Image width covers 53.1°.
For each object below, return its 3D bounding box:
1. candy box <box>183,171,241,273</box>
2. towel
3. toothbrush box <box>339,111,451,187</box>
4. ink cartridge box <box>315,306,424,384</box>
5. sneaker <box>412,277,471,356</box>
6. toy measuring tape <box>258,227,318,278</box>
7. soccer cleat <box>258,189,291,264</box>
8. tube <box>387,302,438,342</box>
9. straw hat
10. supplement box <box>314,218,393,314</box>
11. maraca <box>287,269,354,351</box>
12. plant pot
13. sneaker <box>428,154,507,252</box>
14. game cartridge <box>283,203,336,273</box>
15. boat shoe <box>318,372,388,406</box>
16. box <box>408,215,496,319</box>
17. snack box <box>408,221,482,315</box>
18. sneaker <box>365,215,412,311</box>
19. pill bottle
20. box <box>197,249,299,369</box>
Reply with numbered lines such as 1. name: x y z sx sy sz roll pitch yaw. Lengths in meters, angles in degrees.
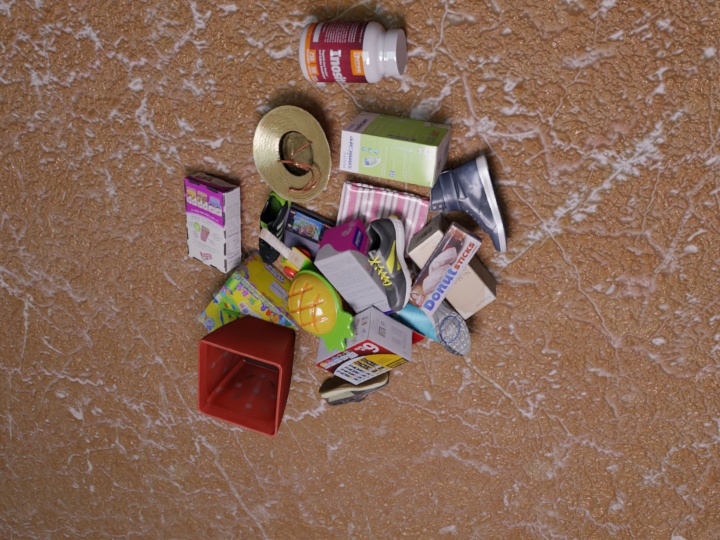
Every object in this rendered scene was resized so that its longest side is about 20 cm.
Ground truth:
1. candy box: -0.347 -0.113 1.701 0.134 0.061 0.205 22 122 30
2. towel: 0.045 -0.108 1.581 0.195 0.030 0.150 12 118 3
3. toothbrush box: 0.072 -0.248 1.452 0.195 0.146 0.088 13 120 12
4. ink cartridge box: 0.024 0.185 1.660 0.173 0.086 0.199 29 142 -28
5. sneaker: 0.182 0.098 1.603 0.074 0.087 0.202 -35 82 10
6. toy measuring tape: -0.169 -0.036 1.630 0.073 0.075 0.199 -26 134 28
7. soccer cleat: -0.204 -0.099 1.630 0.066 0.081 0.204 25 121 15
8. tube: 0.132 0.111 1.668 0.196 0.051 0.079 22 118 3
9. straw hat: -0.131 -0.254 1.557 0.196 0.085 0.207 7 108 23
10. supplement box: 0.000 0.000 1.585 0.102 0.103 0.201 -17 130 33
11. maraca: -0.088 0.089 1.598 0.200 0.106 0.138 47 130 19
12. plant pot: -0.242 0.218 1.638 0.195 0.177 0.204 15 121 11
13. sneaker: 0.220 -0.120 1.491 0.143 0.077 0.207 -17 105 15
14. game cartridge: -0.120 -0.071 1.676 0.196 0.039 0.132 24 125 7
15. boat shoe: -0.009 0.293 1.799 0.196 0.074 0.066 -15 121 29
16. box: 0.199 -0.006 1.549 0.094 0.078 0.200 -37 106 24
17. snack box: 0.170 -0.002 1.497 0.071 0.024 0.202 29 119 -5
18. sneaker: 0.051 -0.013 1.527 0.074 0.083 0.206 -19 77 54
19. pill bottle: -0.014 -0.427 1.413 0.195 0.113 0.116 5 117 18
20. box: -0.254 0.101 1.756 0.200 0.122 0.193 42 121 -5
